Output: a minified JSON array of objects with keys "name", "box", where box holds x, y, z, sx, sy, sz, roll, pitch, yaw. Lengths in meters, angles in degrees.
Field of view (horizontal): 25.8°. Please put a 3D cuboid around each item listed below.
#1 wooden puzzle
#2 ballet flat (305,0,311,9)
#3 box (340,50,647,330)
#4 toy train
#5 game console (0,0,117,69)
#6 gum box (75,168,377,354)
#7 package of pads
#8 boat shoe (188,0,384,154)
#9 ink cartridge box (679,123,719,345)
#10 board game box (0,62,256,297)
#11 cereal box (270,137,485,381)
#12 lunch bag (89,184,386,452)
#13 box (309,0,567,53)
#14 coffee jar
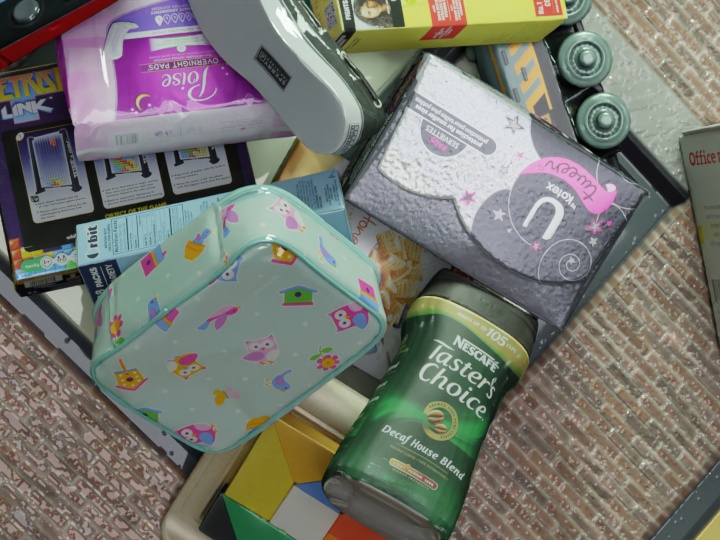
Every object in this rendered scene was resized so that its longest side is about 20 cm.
[{"name":"wooden puzzle","box":[-0.042,0.186,1.244,0.184,0.037,0.201,32,112,-2]},{"name":"ballet flat","box":[-0.110,-0.228,1.261,0.197,0.072,0.073,-4,92,-14]},{"name":"box","box":[0.100,-0.066,1.222,0.199,0.115,0.133,31,97,-8]},{"name":"toy train","box":[0.150,-0.162,1.309,0.113,0.085,0.202,-19,94,-2]},{"name":"game console","box":[-0.239,-0.253,1.172,0.176,0.031,0.201,-29,55,9]},{"name":"gum box","box":[-0.097,0.016,1.194,0.197,0.171,0.045,-11,49,1]},{"name":"package of pads","box":[-0.128,-0.154,1.187,0.197,0.076,0.122,-8,72,-11]},{"name":"boat shoe","box":[-0.057,-0.165,1.135,0.056,0.069,0.201,-19,68,-49]},{"name":"ink cartridge box","box":[0.349,-0.030,1.317,0.082,0.145,0.203,-13,94,-12]},{"name":"board game box","box":[-0.187,-0.083,1.230,0.197,0.057,0.167,-11,77,-11]},{"name":"cereal box","box":[0.000,0.000,1.297,0.199,0.040,0.145,29,85,-10]},{"name":"lunch bag","box":[-0.088,0.040,1.129,0.199,0.078,0.160,-36,131,24]},{"name":"box","box":[0.059,-0.212,1.207,0.198,0.050,0.076,-6,79,-26]},{"name":"coffee jar","box":[0.056,0.101,1.182,0.103,0.085,0.201,28,62,-1]}]
